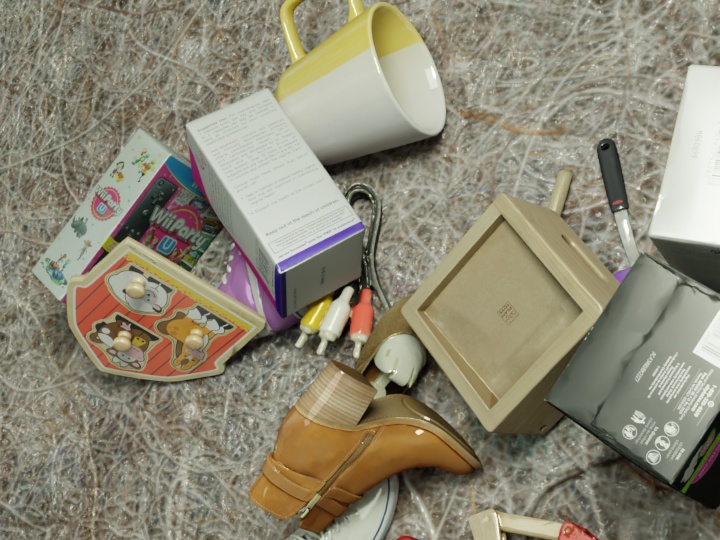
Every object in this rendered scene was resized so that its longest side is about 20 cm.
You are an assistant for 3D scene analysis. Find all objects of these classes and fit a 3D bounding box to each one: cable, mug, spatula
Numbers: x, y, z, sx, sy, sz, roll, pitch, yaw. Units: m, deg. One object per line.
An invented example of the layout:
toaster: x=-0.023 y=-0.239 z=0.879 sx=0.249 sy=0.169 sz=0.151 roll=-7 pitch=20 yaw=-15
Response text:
cable: x=0.000 y=0.000 z=1.229 sx=0.097 sy=0.050 sz=0.200 roll=10 pitch=77 yaw=16
mug: x=-0.012 y=-0.203 z=1.257 sx=0.153 sy=0.149 sz=0.187 roll=-22 pitch=60 yaw=29
spatula: x=0.257 y=-0.042 z=1.129 sx=0.056 sy=0.021 sz=0.200 roll=-18 pitch=66 yaw=23

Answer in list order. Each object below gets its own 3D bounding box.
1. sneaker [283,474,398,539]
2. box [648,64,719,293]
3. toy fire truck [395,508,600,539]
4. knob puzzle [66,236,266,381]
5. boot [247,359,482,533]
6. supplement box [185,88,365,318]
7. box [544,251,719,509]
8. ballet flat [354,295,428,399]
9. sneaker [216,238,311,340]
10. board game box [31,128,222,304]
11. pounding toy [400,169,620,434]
sneaker: x=-0.035 y=0.270 z=1.147 sx=0.073 sy=0.071 sz=0.200 roll=34 pitch=91 yaw=31
box: x=0.332 y=-0.063 z=0.994 sx=0.106 sy=0.200 sz=0.153 roll=10 pitch=79 yaw=28
toy fire truck: x=0.119 y=0.276 z=1.080 sx=0.200 sy=0.049 sz=0.141 roll=21 pitch=83 yaw=31
knob puzzle: x=-0.230 y=0.067 z=1.251 sx=0.219 sy=0.220 sz=0.031 roll=-15 pitch=42 yaw=22
boot: x=0.006 y=0.190 z=1.100 sx=0.155 sy=0.200 sz=0.077 roll=-58 pitch=30 yaw=6
supplement box: x=-0.089 y=-0.071 z=1.195 sx=0.103 sy=0.101 sz=0.200 roll=-28 pitch=67 yaw=-17
box: x=0.268 y=0.098 z=0.974 sx=0.124 sy=0.200 sz=0.149 roll=34 pitch=90 yaw=30
ballet flat: x=0.016 y=0.119 z=1.164 sx=0.200 sy=0.068 sz=0.072 roll=-54 pitch=15 yaw=3
sneaker: x=-0.130 y=-0.020 z=1.291 sx=0.114 sy=0.073 sz=0.201 roll=-28 pitch=63 yaw=20
board game box: x=-0.248 y=-0.040 z=1.312 sx=0.064 sy=0.147 sz=0.200 roll=38 pitch=93 yaw=32
pounding toy: x=0.162 y=0.021 z=1.108 sx=0.184 sy=0.142 sz=0.200 roll=-50 pitch=56 yaw=21
